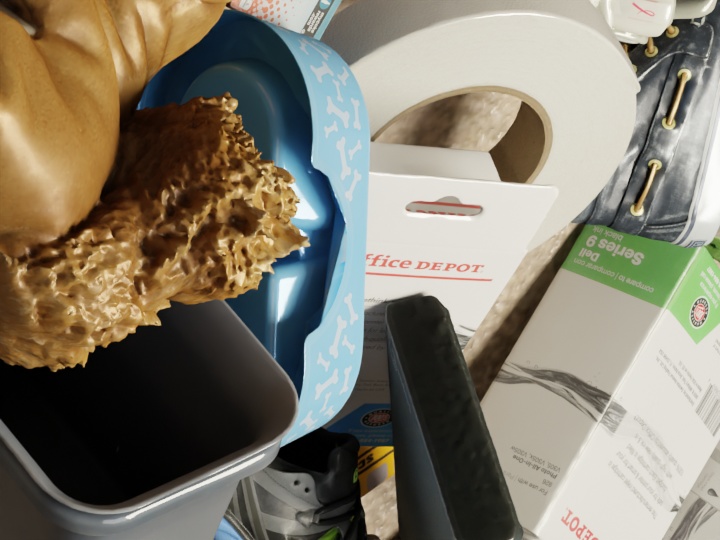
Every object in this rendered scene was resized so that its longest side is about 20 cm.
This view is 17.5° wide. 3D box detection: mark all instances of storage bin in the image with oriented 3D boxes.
[{"bbox_3d":[-0.142,0.065,1.010,0.146,0.200,0.134,-23,146,-35],"label":"storage bin"}]

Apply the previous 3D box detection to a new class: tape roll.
[{"bbox_3d":[0.040,-0.066,1.161,0.203,0.037,0.203,-13,142,-11],"label":"tape roll"}]

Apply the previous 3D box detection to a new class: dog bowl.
[{"bbox_3d":[-0.046,-0.014,1.034,0.050,0.111,0.200,-4,99,-48],"label":"dog bowl"}]

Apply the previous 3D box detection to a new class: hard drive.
[{"bbox_3d":[0.046,0.124,1.138,0.033,0.140,0.200,-12,144,-6],"label":"hard drive"}]

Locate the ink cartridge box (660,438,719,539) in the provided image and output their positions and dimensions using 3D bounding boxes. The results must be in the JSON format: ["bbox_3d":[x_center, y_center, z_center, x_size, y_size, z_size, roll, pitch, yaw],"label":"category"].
[{"bbox_3d":[0.211,0.175,1.468,0.147,0.200,0.083,-50,143,-5],"label":"ink cartridge box"}]

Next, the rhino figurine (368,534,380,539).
[{"bbox_3d":[-0.020,0.178,1.276,0.087,0.060,0.200,-44,171,-7],"label":"rhino figurine"}]

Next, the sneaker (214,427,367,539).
[{"bbox_3d":[-0.023,0.121,1.123,0.083,0.071,0.200,-36,111,7],"label":"sneaker"}]

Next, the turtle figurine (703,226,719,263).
[{"bbox_3d":[0.283,-0.084,1.367,0.200,0.144,0.194,46,62,-48],"label":"turtle figurine"}]

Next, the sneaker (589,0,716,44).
[{"bbox_3d":[0.109,-0.151,1.184,0.200,0.099,0.078,-17,129,-39],"label":"sneaker"}]

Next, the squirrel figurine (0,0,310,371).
[{"bbox_3d":[-0.113,-0.066,0.951,0.142,0.200,0.187,-29,-173,45],"label":"squirrel figurine"}]

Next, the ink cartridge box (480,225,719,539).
[{"bbox_3d":[0.147,0.086,1.400,0.200,0.084,0.146,-58,144,-12],"label":"ink cartridge box"}]

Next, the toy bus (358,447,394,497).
[{"bbox_3d":[-0.062,0.112,1.235,0.200,0.065,0.078,-33,141,-26],"label":"toy bus"}]

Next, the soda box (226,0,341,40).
[{"bbox_3d":[-0.010,-0.206,1.042,0.068,0.064,0.200,20,104,-52],"label":"soda box"}]

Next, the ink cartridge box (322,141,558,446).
[{"bbox_3d":[0.000,0.000,1.133,0.116,0.068,0.200,3,138,-27],"label":"ink cartridge box"}]

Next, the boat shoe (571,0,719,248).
[{"bbox_3d":[0.167,-0.116,1.302,0.091,0.071,0.200,8,92,-12],"label":"boat shoe"}]
